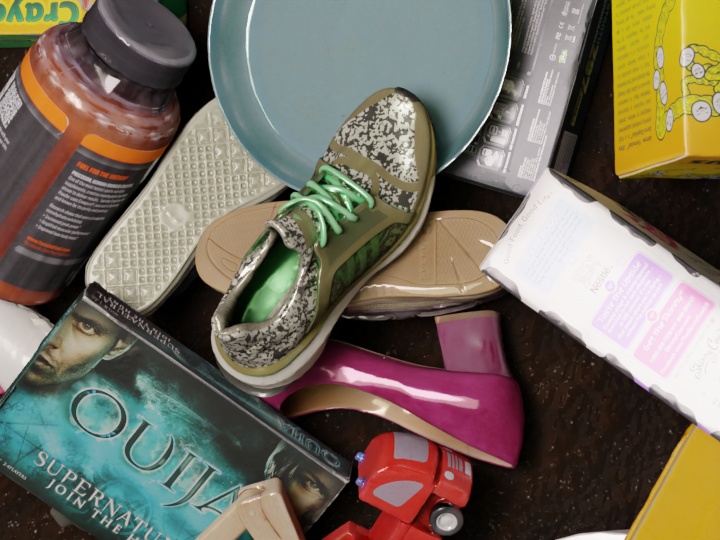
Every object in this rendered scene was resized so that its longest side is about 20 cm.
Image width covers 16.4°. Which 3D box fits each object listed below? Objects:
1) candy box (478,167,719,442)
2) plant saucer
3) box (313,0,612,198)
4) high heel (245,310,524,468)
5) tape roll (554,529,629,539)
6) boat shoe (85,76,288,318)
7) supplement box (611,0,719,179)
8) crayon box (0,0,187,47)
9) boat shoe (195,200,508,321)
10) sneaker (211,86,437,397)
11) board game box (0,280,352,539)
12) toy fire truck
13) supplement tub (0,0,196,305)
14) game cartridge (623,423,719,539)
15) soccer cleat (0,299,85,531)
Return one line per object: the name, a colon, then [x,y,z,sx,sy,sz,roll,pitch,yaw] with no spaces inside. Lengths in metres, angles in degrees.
candy box: [0.184,0.032,1.405,0.200,0.168,0.072,36,97,19]
plant saucer: [0.002,-0.141,1.510,0.199,0.027,0.202,-1,88,24]
box: [0.072,-0.156,1.523,0.157,0.051,0.201,16,93,21]
high heel: [0.000,0.089,1.521,0.199,0.067,0.097,-13,71,16]
tape roll: [0.153,0.253,1.453,0.201,0.071,0.204,-2,85,20]
boat shoe: [-0.096,-0.049,1.574,0.075,0.062,0.200,42,86,2]
supplement box: [0.211,-0.156,1.420,0.108,0.109,0.202,0,86,-14]
crayon box: [-0.210,-0.208,1.629,0.199,0.058,0.120,1,87,20]
boat shoe: [0.000,0.000,1.517,0.198,0.065,0.072,-2,66,12]
sneaker: [-0.022,-0.022,1.442,0.077,0.089,0.201,29,84,17]
board game box: [-0.123,0.114,1.528,0.199,0.028,0.135,35,113,-10]
toy fire truck: [-0.036,0.169,1.501,0.140,0.049,0.201,26,113,-13]
supplement tub: [-0.182,-0.080,1.560,0.107,0.107,0.200,48,119,17]
game cartridge: [0.229,0.205,1.380,0.199,0.032,0.177,34,64,1]
soccer cleat: [-0.189,0.068,1.595,0.086,0.070,0.201,-33,83,27]
